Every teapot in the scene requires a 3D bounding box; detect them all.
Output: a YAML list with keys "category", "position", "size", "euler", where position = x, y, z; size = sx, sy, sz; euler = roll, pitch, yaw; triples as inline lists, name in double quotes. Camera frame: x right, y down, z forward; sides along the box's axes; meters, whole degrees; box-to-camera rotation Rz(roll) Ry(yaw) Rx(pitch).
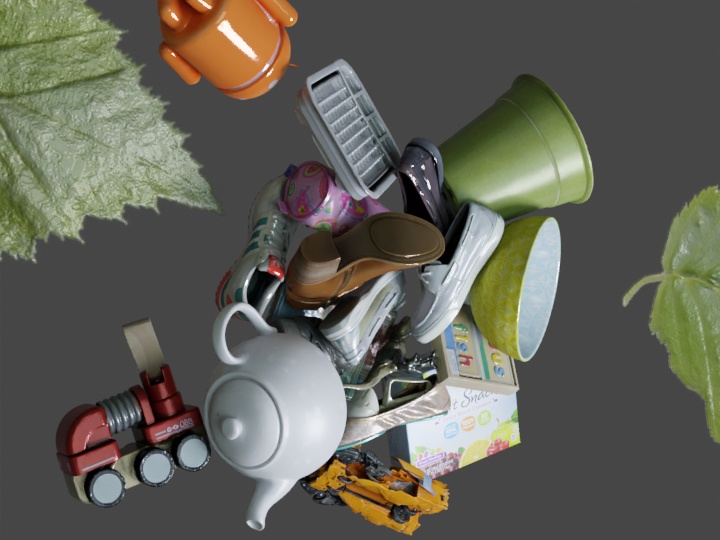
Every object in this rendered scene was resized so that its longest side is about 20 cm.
- category: "teapot"
  position: [-0.122, 0.171, 1.393]
  size: [0.198, 0.200, 0.146]
  euler: [-58, 159, 22]

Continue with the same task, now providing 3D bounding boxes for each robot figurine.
- category: "robot figurine"
  position: [0.015, 0.297, 1.579]
  size: [0.199, 0.145, 0.059]
  euler: [29, 43, -17]
- category: "robot figurine"
  position: [-0.159, -0.284, 1.360]
  size: [0.144, 0.116, 0.200]
  euler: [-55, 139, -4]

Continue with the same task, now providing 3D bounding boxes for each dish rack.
- category: "dish rack"
  position: [-0.018, -0.176, 1.453]
  size: [0.043, 0.200, 0.173]
  euler: [-26, 100, 21]

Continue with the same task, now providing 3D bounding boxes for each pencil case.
- category: "pencil case"
  position: [-0.020, -0.071, 1.489]
  size: [0.199, 0.087, 0.088]
  euler: [29, 83, -49]

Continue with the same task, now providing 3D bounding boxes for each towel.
- category: "towel"
  position: [-0.047, 0.097, 1.565]
  size: [0.199, 0.022, 0.148]
  euler: [18, 89, -33]

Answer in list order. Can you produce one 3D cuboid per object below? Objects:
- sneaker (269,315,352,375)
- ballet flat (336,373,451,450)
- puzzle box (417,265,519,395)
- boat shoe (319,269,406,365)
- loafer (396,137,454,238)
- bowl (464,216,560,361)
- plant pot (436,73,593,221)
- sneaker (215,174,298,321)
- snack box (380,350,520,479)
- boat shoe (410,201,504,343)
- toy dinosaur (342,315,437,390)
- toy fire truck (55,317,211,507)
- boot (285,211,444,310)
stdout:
- category: "sneaker"
  position: [-0.059, 0.157, 1.511]
  size: [0.113, 0.076, 0.202]
  euler: [-5, 97, -25]
- category: "ballet flat"
  position: [0.030, 0.183, 1.537]
  size: [0.198, 0.068, 0.068]
  euler: [-15, 106, -25]
- category: "puzzle box"
  position: [0.153, 0.075, 1.616]
  size: [0.132, 0.025, 0.202]
  euler: [12, 56, -34]
- category: "boat shoe"
  position: [0.012, 0.054, 1.522]
  size: [0.065, 0.074, 0.202]
  euler: [59, 30, -10]
- category: "loafer"
  position: [0.080, -0.083, 1.528]
  size: [0.063, 0.071, 0.201]
  euler: [-48, 141, -33]
- category: "bowl"
  position: [0.200, 0.017, 1.580]
  size: [0.200, 0.107, 0.202]
  euler: [12, 90, -67]
- category: "plant pot"
  position: [0.190, -0.143, 1.588]
  size: [0.189, 0.200, 0.201]
  euler: [-28, 112, -12]
- category: "sneaker"
  position: [-0.113, -0.024, 1.460]
  size: [0.070, 0.093, 0.201]
  euler: [29, 83, -32]
- category: "snack box"
  position: [0.133, 0.200, 1.665]
  size: [0.199, 0.067, 0.170]
  euler: [-16, 109, -29]
- category: "boat shoe"
  position: [0.112, -0.002, 1.515]
  size: [0.071, 0.070, 0.202]
  euler: [29, 96, -22]
- category: "toy dinosaur"
  position: [0.050, 0.122, 1.531]
  size: [0.200, 0.087, 0.048]
  euler: [-42, 128, -57]
- category: "toy fire truck"
  position: [-0.286, 0.167, 1.381]
  size: [0.175, 0.128, 0.202]
  euler: [-19, 96, -27]
- category: "boot"
  position: [0.000, 0.000, 1.464]
  size: [0.198, 0.156, 0.077]
  euler: [-13, 67, -18]
